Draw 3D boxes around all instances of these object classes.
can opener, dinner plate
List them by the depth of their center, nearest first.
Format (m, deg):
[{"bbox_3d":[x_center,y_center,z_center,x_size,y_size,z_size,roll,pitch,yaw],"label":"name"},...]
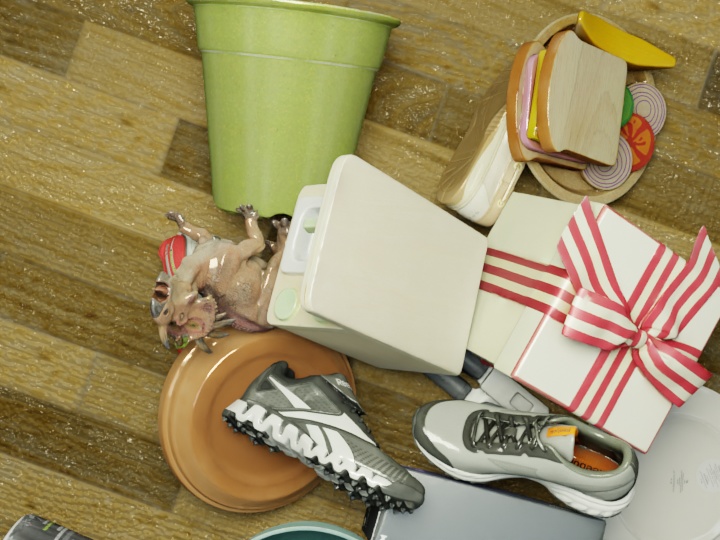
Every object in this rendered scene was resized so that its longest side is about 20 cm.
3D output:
[{"bbox_3d":[0.102,0.102,0.940,0.200,0.067,0.053,38,88,0],"label":"can opener"},{"bbox_3d":[0.313,0.212,0.963,0.199,0.024,0.202,0,89,-2],"label":"dinner plate"}]

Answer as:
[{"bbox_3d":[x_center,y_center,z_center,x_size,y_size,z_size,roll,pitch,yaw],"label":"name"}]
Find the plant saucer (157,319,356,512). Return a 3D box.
[{"bbox_3d":[-0.090,0.136,0.910,0.199,0.037,0.202,-4,100,-25],"label":"plant saucer"}]

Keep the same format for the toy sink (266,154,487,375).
[{"bbox_3d":[0.000,0.000,0.828,0.199,0.112,0.131,25,72,-43],"label":"toy sink"}]

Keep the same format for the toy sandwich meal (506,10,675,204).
[{"bbox_3d":[0.224,-0.156,0.910,0.204,0.070,0.207,-2,94,-29],"label":"toy sandwich meal"}]

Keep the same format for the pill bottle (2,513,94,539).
[{"bbox_3d":[-0.251,0.318,0.912,0.199,0.106,0.107,23,88,0],"label":"pill bottle"}]

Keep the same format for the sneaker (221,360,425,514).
[{"bbox_3d":[-0.022,0.135,0.834,0.199,0.067,0.091,23,67,26],"label":"sneaker"}]

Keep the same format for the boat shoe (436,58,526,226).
[{"bbox_3d":[0.150,-0.134,0.951,0.069,0.074,0.201,36,80,-23],"label":"boat shoe"}]

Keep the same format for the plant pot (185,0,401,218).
[{"bbox_3d":[-0.069,-0.148,0.901,0.198,0.200,0.191,5,101,-1],"label":"plant pot"}]

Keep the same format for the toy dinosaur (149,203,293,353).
[{"bbox_3d":[-0.109,0.020,0.850,0.199,0.086,0.137,19,66,-36],"label":"toy dinosaur"}]

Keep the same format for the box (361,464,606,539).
[{"bbox_3d":[0.108,0.239,0.897,0.199,0.141,0.079,15,82,-1],"label":"box"}]

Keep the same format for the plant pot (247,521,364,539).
[{"bbox_3d":[-0.050,0.326,0.899,0.199,0.134,0.202,0,88,-1],"label":"plant pot"}]

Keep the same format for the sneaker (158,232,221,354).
[{"bbox_3d":[-0.158,0.059,0.944,0.084,0.077,0.202,5,103,36],"label":"sneaker"}]

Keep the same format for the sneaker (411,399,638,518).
[{"bbox_3d":[0.142,0.146,0.825,0.199,0.080,0.074,13,54,10],"label":"sneaker"}]

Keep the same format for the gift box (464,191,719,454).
[{"bbox_3d":[0.201,0.026,0.860,0.184,0.187,0.201,25,92,-23],"label":"gift box"}]
